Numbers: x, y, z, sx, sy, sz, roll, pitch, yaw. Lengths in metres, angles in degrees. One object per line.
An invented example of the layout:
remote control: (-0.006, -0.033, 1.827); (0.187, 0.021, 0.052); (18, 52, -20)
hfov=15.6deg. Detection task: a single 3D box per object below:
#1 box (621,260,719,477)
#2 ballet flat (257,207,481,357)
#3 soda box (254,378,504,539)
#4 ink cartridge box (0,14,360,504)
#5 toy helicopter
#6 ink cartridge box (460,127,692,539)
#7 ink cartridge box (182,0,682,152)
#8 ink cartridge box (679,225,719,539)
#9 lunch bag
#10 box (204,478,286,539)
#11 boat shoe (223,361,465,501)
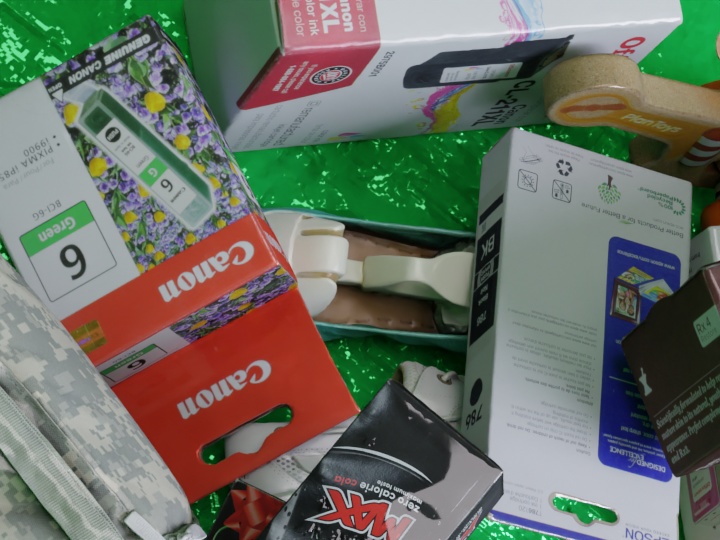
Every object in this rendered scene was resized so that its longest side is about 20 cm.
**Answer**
box: (0.227, 0.020, 1.152); (0.199, 0.100, 0.075); (-14, 75, -20)
ballet flat: (0.000, 0.000, 1.237); (0.199, 0.070, 0.068); (6, 71, -15)
soda box: (-0.026, 0.144, 1.089); (0.063, 0.071, 0.200); (38, 83, 10)
ink cartridge box: (-0.093, -0.002, 1.188); (0.109, 0.050, 0.200); (-29, 75, 3)
toy helicopter: (0.170, -0.074, 1.253); (0.199, 0.132, 0.079); (10, 67, -41)
ink cartridge box: (0.099, 0.039, 1.201); (0.099, 0.039, 0.201); (17, 59, -18)
ink cartridge box: (0.032, -0.123, 1.246); (0.199, 0.146, 0.083); (-6, 76, -19)
ink cartridge box: (0.230, 0.084, 1.274); (0.144, 0.085, 0.201); (-2, 74, -19)
lunch bag: (-0.162, 0.085, 1.105); (0.139, 0.168, 0.200); (-38, 87, -24)
box: (-0.036, 0.209, 1.132); (0.137, 0.040, 0.201); (24, 80, 9)
boat shoe: (0.033, 0.074, 1.222); (0.199, 0.071, 0.070); (-11, 78, -19)
